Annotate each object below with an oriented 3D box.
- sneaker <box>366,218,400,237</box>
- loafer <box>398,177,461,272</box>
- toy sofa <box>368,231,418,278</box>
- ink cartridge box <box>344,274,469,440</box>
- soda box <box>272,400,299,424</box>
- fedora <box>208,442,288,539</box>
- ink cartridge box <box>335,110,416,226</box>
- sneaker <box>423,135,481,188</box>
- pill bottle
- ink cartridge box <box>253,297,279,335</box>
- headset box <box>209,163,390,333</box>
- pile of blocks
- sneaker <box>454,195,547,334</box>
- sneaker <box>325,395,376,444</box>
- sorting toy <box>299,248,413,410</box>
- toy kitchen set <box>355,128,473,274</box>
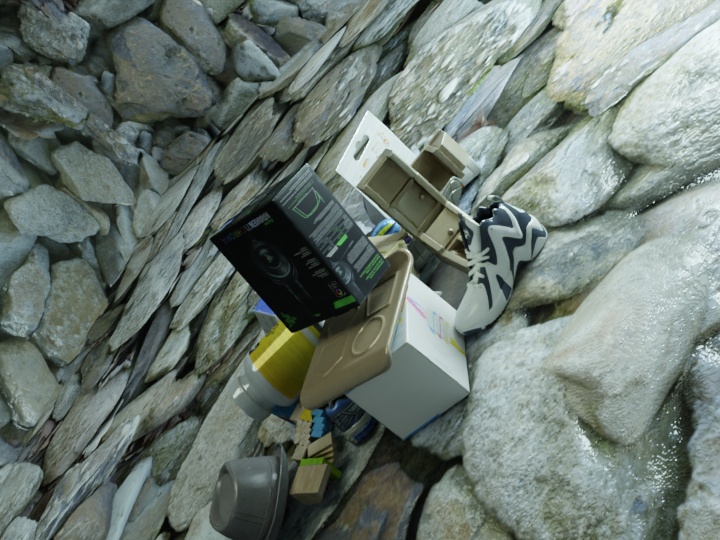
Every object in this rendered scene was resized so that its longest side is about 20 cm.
[{"bbox_3d":[0.008,-0.010,1.636,0.200,0.071,0.083,-50,2,8],"label":"sneaker"},{"bbox_3d":[0.105,-0.080,1.576,0.063,0.072,0.201,18,69,39],"label":"loafer"},{"bbox_3d":[0.000,0.000,1.529,0.199,0.083,0.098,-6,24,37],"label":"toy sofa"},{"bbox_3d":[0.064,0.110,1.308,0.128,0.125,0.201,-41,24,24],"label":"ink cartridge box"},{"bbox_3d":[-0.091,0.162,1.575,0.064,0.068,0.201,-11,53,58],"label":"soda box"},{"bbox_3d":[-0.175,0.345,1.387,0.200,0.090,0.178,-126,54,-71],"label":"fedora"},{"bbox_3d":[0.042,-0.169,1.689,0.050,0.200,0.163,-22,35,51],"label":"ink cartridge box"},{"bbox_3d":[0.147,-0.193,1.692,0.085,0.073,0.200,-47,23,3],"label":"sneaker"},{"bbox_3d":[-0.117,0.146,1.468,0.200,0.112,0.112,-45,22,4],"label":"pill bottle"},{"bbox_3d":[-0.125,0.097,1.628,0.044,0.201,0.094,12,57,22],"label":"ink cartridge box"},{"bbox_3d":[-0.082,-0.020,1.278,0.174,0.200,0.093,-23,22,48],"label":"headset box"},{"bbox_3d":[-0.059,0.274,1.390,0.082,0.062,0.201,-31,36,20],"label":"pile of blocks"},{"bbox_3d":[0.167,-0.019,1.301,0.200,0.129,0.079,-52,21,-3],"label":"sneaker"},{"bbox_3d":[-0.016,0.172,1.423,0.077,0.085,0.201,-41,23,23],"label":"sneaker"},{"bbox_3d":[0.000,0.084,1.266,0.185,0.036,0.201,-33,32,40],"label":"sorting toy"},{"bbox_3d":[0.137,-0.123,1.426,0.164,0.200,0.180,-52,22,-1],"label":"toy kitchen set"}]
